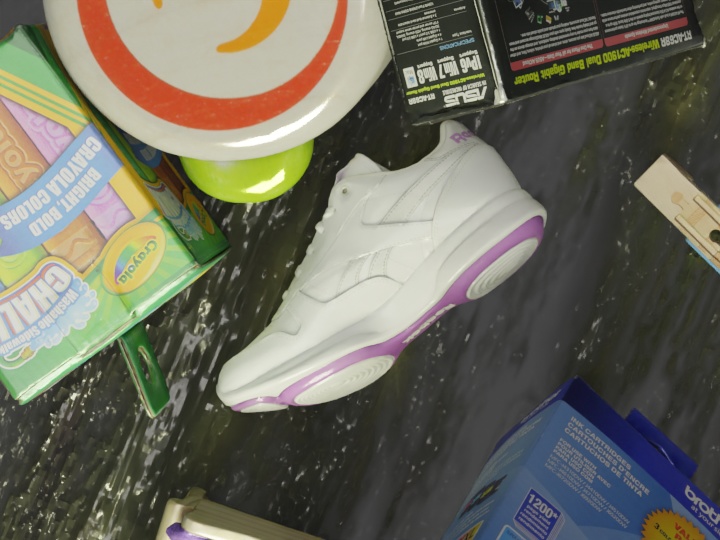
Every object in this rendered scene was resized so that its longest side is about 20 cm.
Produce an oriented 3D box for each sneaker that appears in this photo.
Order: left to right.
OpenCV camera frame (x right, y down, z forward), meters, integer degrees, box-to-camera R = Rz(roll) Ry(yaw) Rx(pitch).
[{"bbox_3d":[0.000,0.000,1.451,0.200,0.075,0.100,-36,73,6],"label":"sneaker"}]

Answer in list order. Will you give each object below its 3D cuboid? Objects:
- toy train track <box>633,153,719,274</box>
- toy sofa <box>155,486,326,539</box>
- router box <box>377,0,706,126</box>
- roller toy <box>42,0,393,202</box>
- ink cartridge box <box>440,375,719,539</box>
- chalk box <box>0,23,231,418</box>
[{"bbox_3d":[0.227,0.014,1.448,0.200,0.033,0.115,44,104,5],"label":"toy train track"},{"bbox_3d":[-0.018,0.188,1.446,0.200,0.098,0.083,18,96,1],"label":"toy sofa"},{"bbox_3d":[0.084,-0.164,1.359,0.062,0.200,0.150,-12,94,38],"label":"router box"},{"bbox_3d":[-0.061,-0.157,1.395,0.182,0.140,0.200,38,107,-2],"label":"roller toy"},{"bbox_3d":[0.117,0.150,1.402,0.136,0.200,0.076,42,126,-5],"label":"ink cartridge box"},{"bbox_3d":[-0.153,-0.015,1.424,0.124,0.125,0.200,-37,93,7],"label":"chalk box"}]
